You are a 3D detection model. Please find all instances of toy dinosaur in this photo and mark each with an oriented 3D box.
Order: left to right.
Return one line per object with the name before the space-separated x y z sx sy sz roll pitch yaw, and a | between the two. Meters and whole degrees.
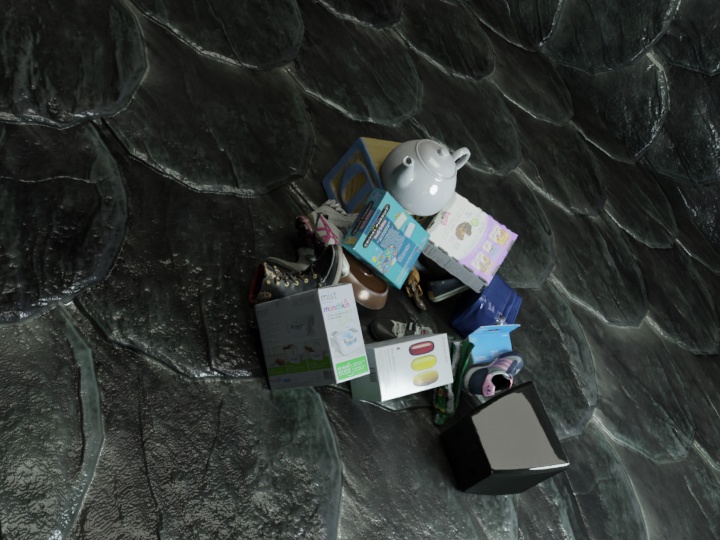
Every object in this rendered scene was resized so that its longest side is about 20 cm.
toy dinosaur | 0.124 0.002 1.786 0.106 0.060 0.202 -1 86 -73

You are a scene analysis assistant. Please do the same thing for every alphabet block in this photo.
alphabet block | 0.054 -0.198 1.818 0.199 0.195 0.197 0 60 -41

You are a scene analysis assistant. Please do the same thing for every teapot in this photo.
teapot | 0.158 -0.236 1.681 0.197 0.146 0.201 29 43 -20

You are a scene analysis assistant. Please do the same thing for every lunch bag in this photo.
lunch bag | 0.330 0.111 1.845 0.132 0.136 0.200 41 39 -5

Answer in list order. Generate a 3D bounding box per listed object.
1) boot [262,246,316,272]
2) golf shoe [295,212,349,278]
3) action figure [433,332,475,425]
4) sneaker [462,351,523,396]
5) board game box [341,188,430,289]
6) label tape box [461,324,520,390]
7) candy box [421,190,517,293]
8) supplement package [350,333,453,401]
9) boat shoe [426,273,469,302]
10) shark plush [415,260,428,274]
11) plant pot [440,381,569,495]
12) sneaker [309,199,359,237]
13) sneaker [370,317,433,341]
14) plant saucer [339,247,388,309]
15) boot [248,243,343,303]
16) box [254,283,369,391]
boot | -0.136 -0.006 1.610 0.199 0.068 0.131 25 35 -27
golf shoe | -0.068 -0.064 1.612 0.092 0.073 0.200 -16 51 -26
action figure | 0.195 0.251 1.611 0.054 0.118 0.202 5 96 -31
sneaker | 0.319 0.239 1.603 0.199 0.082 0.071 -18 115 -40
board game box | 0.061 -0.071 1.643 0.200 0.047 0.152 40 77 -44
label tape box | 0.278 0.206 1.673 0.143 0.200 0.066 0 54 -40
candy box | 0.264 -0.072 1.785 0.199 0.072 0.168 36 64 2
supplement package | 0.085 0.204 1.536 0.199 0.109 0.115 -8 90 -35
boat shoe | 0.260 0.014 1.837 0.075 0.199 0.063 -111 177 -81
shark plush | 0.099 -0.023 1.828 0.200 0.090 0.084 39 33 -51
plant pot | 0.297 0.383 1.567 0.176 0.200 0.201 -5 61 -30
sneaker | -0.041 -0.105 1.709 0.081 0.076 0.199 -25 37 -39
sneaker | 0.120 0.151 1.674 0.199 0.089 0.074 27 45 -20
plant saucer | 0.000 0.000 1.694 0.200 0.034 0.201 37 29 -25
boot | -0.134 0.014 1.488 0.150 0.200 0.073 12 43 -26
box | -0.099 0.130 1.377 0.096 0.199 0.178 -8 85 -45
